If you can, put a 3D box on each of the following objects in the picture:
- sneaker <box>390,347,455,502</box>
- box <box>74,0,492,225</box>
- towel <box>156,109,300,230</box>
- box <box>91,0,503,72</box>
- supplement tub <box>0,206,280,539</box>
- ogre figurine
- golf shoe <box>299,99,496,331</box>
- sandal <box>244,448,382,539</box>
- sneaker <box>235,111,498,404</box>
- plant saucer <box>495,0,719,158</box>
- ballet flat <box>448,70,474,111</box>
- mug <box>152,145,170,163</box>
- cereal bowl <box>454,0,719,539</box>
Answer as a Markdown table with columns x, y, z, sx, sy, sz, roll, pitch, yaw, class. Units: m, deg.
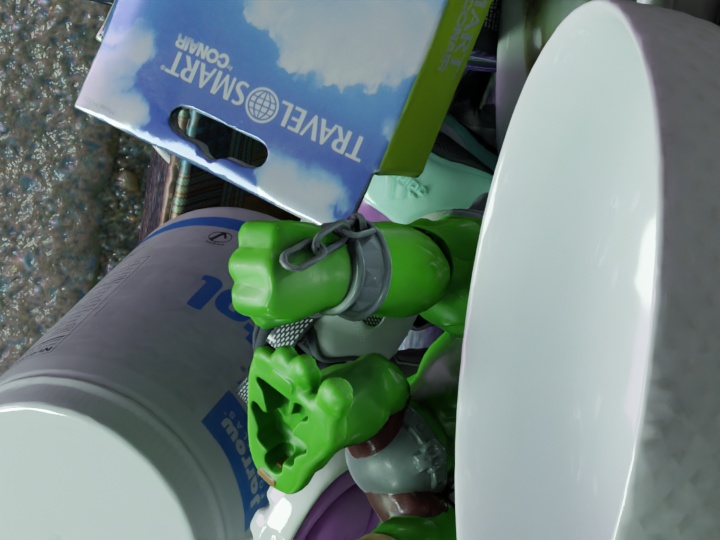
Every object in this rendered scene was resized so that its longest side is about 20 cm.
| x | y | z | sx | sy | sz | roll | pitch | yaw | class |
| --- | --- | --- | --- | --- | --- | --- | --- | --- | --- |
| 0.013 | 0.079 | 1.038 | 0.200 | 0.090 | 0.067 | 117 | 158 | -63 | sneaker |
| -0.008 | -0.125 | 0.819 | 0.048 | 0.122 | 0.200 | -1 | -65 | -67 | box |
| -0.033 | -0.050 | 1.207 | 0.200 | 0.022 | 0.147 | -19 | -53 | -50 | towel |
| -0.008 | -0.143 | 0.953 | 0.200 | 0.148 | 0.104 | -1 | -81 | -72 | box |
| -0.086 | 0.067 | 1.046 | 0.200 | 0.132 | 0.132 | -52 | -21 | -56 | supplement tub |
| 0.027 | 0.058 | 0.811 | 0.098 | 0.120 | 0.200 | -21 | 100 | 54 | ogre figurine |
| 0.013 | -0.009 | 1.144 | 0.200 | 0.078 | 0.095 | 115 | 156 | -68 | golf shoe |
| -0.023 | 0.150 | 0.899 | 0.050 | 0.082 | 0.203 | 38 | 133 | 31 | sandal |
| 0.000 | 0.000 | 0.961 | 0.140 | 0.078 | 0.200 | -53 | -11 | 8 | sneaker |
| 0.095 | -0.105 | 0.826 | 0.200 | 0.050 | 0.200 | -174 | 90 | -80 | plant saucer |
| 0.025 | -0.101 | 1.161 | 0.200 | 0.073 | 0.073 | 113 | 161 | -57 | ballet flat |
| -0.040 | -0.096 | 1.365 | 0.175 | 0.148 | 0.200 | -65 | -46 | -82 | mug |
| 0.090 | 0.027 | 0.672 | 0.200 | 0.083 | 0.200 | -173 | 90 | -80 | cereal bowl |
